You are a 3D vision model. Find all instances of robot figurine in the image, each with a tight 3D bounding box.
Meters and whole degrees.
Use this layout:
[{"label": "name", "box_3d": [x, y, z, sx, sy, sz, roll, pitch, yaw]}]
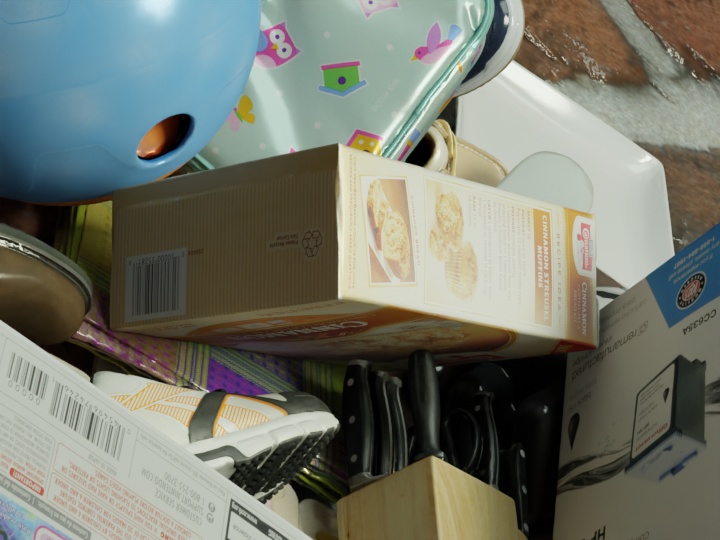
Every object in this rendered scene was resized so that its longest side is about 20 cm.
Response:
[{"label": "robot figurine", "box_3d": [0.117, 0.076, 1.181, 0.151, 0.125, 0.199, 53, 31, 12]}]

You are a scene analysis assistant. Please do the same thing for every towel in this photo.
[{"label": "towel", "box_3d": [-0.078, 0.035, 1.091, 0.199, 0.023, 0.144, 32, 25, -20]}]

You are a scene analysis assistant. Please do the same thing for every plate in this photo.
[{"label": "plate", "box_3d": [0.136, -0.063, 1.479, 0.199, 0.032, 0.201, 33, 31, -19]}]

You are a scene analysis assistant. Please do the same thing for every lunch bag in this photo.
[{"label": "lunch bag", "box_3d": [-0.034, -0.117, 1.181, 0.160, 0.200, 0.077, 38, -13, 4]}]

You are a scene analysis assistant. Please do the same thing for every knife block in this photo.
[{"label": "knife block", "box_3d": [0.026, 0.133, 1.015, 0.177, 0.064, 0.200, 60, 30, -3]}]

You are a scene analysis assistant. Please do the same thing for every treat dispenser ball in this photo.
[{"label": "treat dispenser ball", "box_3d": [-0.149, -0.133, 1.051, 0.200, 0.201, 0.202, 30, 32, -21]}]

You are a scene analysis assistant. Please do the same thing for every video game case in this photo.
[{"label": "video game case", "box_3d": [-0.089, 0.141, 0.773, 0.200, 0.024, 0.183, 40, 42, -35]}]

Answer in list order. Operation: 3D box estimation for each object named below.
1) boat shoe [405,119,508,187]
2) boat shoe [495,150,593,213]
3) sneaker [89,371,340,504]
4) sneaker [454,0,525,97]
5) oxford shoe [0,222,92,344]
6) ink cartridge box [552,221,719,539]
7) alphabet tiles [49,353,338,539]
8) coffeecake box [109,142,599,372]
[{"label": "boat shoe", "box_3d": [0.026, -0.064, 1.289, 0.199, 0.069, 0.074, 8, 68, -39]}, {"label": "boat shoe", "box_3d": [0.064, 0.001, 1.268, 0.199, 0.064, 0.071, -33, 77, -36]}, {"label": "sneaker", "box_3d": [-0.086, 0.074, 0.959, 0.199, 0.074, 0.080, -8, 55, -53]}, {"label": "sneaker", "box_3d": [-0.005, -0.140, 1.267, 0.108, 0.199, 0.071, 4, 83, -49]}, {"label": "oxford shoe", "box_3d": [-0.206, 0.020, 0.928, 0.199, 0.073, 0.085, 7, 54, -36]}, {"label": "ink cartridge box", "box_3d": [0.164, 0.098, 1.006, 0.085, 0.146, 0.201, 24, 53, -20]}, {"label": "alphabet tiles", "box_3d": [-0.080, 0.115, 1.004, 0.199, 0.015, 0.196, 31, 32, -22]}, {"label": "coffeecake box", "box_3d": [0.000, 0.000, 1.042, 0.199, 0.153, 0.074, 11, 75, -47]}]
